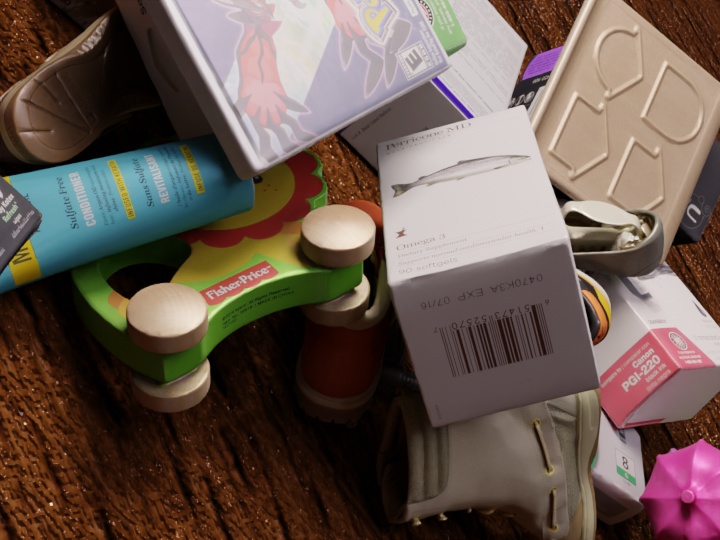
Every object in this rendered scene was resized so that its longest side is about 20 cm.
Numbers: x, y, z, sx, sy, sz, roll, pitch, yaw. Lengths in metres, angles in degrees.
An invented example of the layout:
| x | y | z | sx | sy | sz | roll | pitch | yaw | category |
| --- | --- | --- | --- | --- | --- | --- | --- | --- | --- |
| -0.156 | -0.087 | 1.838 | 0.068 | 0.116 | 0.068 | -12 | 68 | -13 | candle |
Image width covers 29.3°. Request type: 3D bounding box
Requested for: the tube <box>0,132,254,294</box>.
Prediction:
| x | y | z | sx | sy | sz | roll | pitch | yaw | category |
| --- | --- | --- | --- | --- | --- | --- | --- | --- | --- |
| -0.163 | -0.034 | 0.808 | 0.199 | 0.050 | 0.078 | -17 | 67 | -19 | tube |

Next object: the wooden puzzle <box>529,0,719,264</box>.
| x | y | z | sx | sy | sz | roll | pitch | yaw | category |
| --- | --- | --- | --- | --- | --- | --- | --- | --- | --- |
| 0.233 | -0.131 | 1.237 | 0.200 | 0.046 | 0.186 | 35 | 71 | -27 | wooden puzzle |

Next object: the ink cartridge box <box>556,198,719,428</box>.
| x | y | z | sx | sy | sz | roll | pitch | yaw | category |
| --- | --- | --- | --- | --- | --- | --- | --- | --- | --- |
| 0.230 | 0.034 | 1.231 | 0.145 | 0.085 | 0.200 | 2 | 45 | -52 | ink cartridge box |

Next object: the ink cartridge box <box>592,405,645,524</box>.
| x | y | z | sx | sy | sz | roll | pitch | yaw | category |
| --- | --- | --- | --- | --- | --- | --- | --- | --- | --- |
| 0.172 | 0.095 | 1.177 | 0.161 | 0.050 | 0.201 | 35 | 41 | -28 | ink cartridge box |

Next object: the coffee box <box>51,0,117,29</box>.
| x | y | z | sx | sy | sz | roll | pitch | yaw | category |
| --- | --- | --- | --- | --- | --- | --- | --- | --- | --- |
| -0.124 | -0.198 | 0.999 | 0.200 | 0.114 | 0.080 | 40 | 37 | -21 | coffee box |

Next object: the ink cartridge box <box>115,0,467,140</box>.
| x | y | z | sx | sy | sz | roll | pitch | yaw | category |
| --- | --- | --- | --- | --- | --- | --- | --- | --- | --- |
| -0.046 | -0.173 | 0.915 | 0.200 | 0.087 | 0.146 | -27 | 94 | -36 | ink cartridge box |

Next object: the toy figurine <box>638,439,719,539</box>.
| x | y | z | sx | sy | sz | roll | pitch | yaw | category |
| --- | --- | --- | --- | --- | --- | --- | --- | --- | --- |
| 0.303 | 0.211 | 1.140 | 0.184 | 0.150 | 0.200 | 52 | 10 | -20 | toy figurine |

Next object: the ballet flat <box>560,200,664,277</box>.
| x | y | z | sx | sy | sz | roll | pitch | yaw | category |
| --- | --- | --- | --- | --- | --- | --- | --- | --- | --- |
| 0.153 | -0.035 | 1.147 | 0.199 | 0.064 | 0.068 | 4 | 49 | 5 | ballet flat |

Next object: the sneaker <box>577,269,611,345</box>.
| x | y | z | sx | sy | sz | roll | pitch | yaw | category |
| --- | --- | --- | --- | --- | --- | --- | --- | --- | --- |
| 0.107 | 0.002 | 1.082 | 0.199 | 0.070 | 0.090 | 26 | 8 | 4 | sneaker |

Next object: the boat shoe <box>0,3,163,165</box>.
| x | y | z | sx | sy | sz | roll | pitch | yaw | category |
| --- | --- | --- | --- | --- | --- | --- | --- | --- | --- |
| -0.177 | -0.121 | 0.901 | 0.072 | 0.072 | 0.200 | 61 | 40 | -18 | boat shoe |

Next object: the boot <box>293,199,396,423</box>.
| x | y | z | sx | sy | sz | roll | pitch | yaw | category |
| --- | --- | --- | --- | --- | --- | --- | --- | --- | --- |
| 0.000 | 0.000 | 0.976 | 0.075 | 0.108 | 0.200 | 9 | 42 | -2 | boot |

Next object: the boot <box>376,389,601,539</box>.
| x | y | z | sx | sy | sz | roll | pitch | yaw | category |
| --- | --- | --- | --- | --- | --- | --- | --- | --- | --- |
| 0.089 | 0.159 | 0.978 | 0.154 | 0.201 | 0.072 | -12 | 31 | -19 | boot |

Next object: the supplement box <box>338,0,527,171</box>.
| x | y | z | sx | sy | sz | roll | pitch | yaw | category |
| --- | --- | --- | --- | --- | --- | --- | --- | --- | --- |
| 0.068 | -0.165 | 1.222 | 0.103 | 0.101 | 0.200 | 44 | 35 | -17 | supplement box |

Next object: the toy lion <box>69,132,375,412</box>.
| x | y | z | sx | sy | sz | roll | pitch | yaw | category |
| --- | --- | --- | --- | --- | --- | --- | --- | --- | --- |
| -0.098 | -0.022 | 0.876 | 0.200 | 0.069 | 0.192 | -27 | 49 | -30 | toy lion |

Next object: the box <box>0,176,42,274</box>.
| x | y | z | sx | sy | sz | roll | pitch | yaw | category |
| --- | --- | --- | --- | --- | --- | --- | --- | --- | --- |
| -0.277 | -0.036 | 0.659 | 0.200 | 0.122 | 0.106 | 45 | 35 | -16 | box |

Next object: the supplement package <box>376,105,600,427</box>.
| x | y | z | sx | sy | sz | roll | pitch | yaw | category |
| --- | --- | --- | --- | --- | --- | --- | --- | --- | --- |
| 0.081 | -0.009 | 0.932 | 0.200 | 0.116 | 0.118 | -94 | 168 | -60 | supplement package |

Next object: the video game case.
| x | y | z | sx | sy | sz | roll | pitch | yaw | category |
| --- | --- | --- | --- | --- | --- | --- | --- | --- | --- |
| -0.051 | -0.180 | 0.844 | 0.182 | 0.023 | 0.201 | -33 | 97 | -37 | video game case |

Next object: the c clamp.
| x | y | z | sx | sy | sz | roll | pitch | yaw | category |
| --- | --- | --- | --- | --- | --- | --- | --- | --- | --- |
| 0.074 | 0.083 | 1.043 | 0.199 | 0.027 | 0.171 | 17 | 38 | -18 | c clamp |

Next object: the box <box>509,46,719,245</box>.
| x | y | z | sx | sy | sz | roll | pitch | yaw | category |
| --- | --- | --- | --- | --- | --- | --- | --- | --- | --- |
| 0.246 | -0.119 | 1.346 | 0.200 | 0.122 | 0.106 | 38 | 68 | -22 | box |
